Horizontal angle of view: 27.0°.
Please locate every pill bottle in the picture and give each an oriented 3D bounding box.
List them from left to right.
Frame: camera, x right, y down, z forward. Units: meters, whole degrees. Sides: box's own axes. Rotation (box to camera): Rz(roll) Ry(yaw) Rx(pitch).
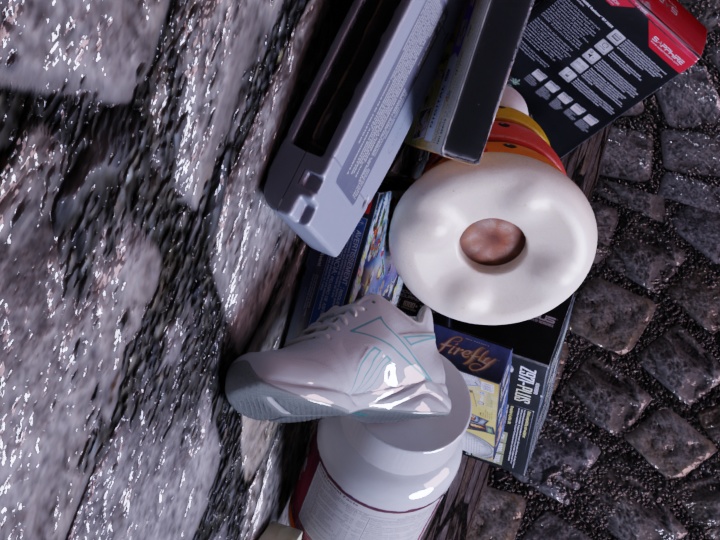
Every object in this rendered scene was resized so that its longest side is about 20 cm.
[{"bbox_3d":[0.014,0.145,1.122,0.201,0.109,0.110,110,5,-51],"label":"pill bottle"}]

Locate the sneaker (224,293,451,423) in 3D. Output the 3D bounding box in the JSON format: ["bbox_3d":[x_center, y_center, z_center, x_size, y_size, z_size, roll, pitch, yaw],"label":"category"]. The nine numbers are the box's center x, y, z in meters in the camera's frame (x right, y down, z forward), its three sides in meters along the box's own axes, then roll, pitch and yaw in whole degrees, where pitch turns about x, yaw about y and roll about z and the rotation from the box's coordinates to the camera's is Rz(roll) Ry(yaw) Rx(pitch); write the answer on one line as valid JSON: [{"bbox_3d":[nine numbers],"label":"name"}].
[{"bbox_3d":[-0.016,0.056,0.956,0.199,0.070,0.081,7,77,-53],"label":"sneaker"}]

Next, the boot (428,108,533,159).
[{"bbox_3d":[0.100,-0.059,1.205,0.159,0.079,0.211,-61,-155,5],"label":"boot"}]

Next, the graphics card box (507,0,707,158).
[{"bbox_3d":[0.179,-0.179,1.265,0.200,0.125,0.051,-38,-160,46],"label":"graphics card box"}]

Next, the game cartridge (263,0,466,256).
[{"bbox_3d":[0.008,-0.111,0.913,0.201,0.041,0.133,-64,171,-5],"label":"game cartridge"}]

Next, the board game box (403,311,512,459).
[{"bbox_3d":[0.059,0.097,1.289,0.200,0.134,0.035,84,26,-65],"label":"board game box"}]

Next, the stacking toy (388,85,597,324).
[{"bbox_3d":[0.095,-0.072,1.104,0.201,0.144,0.147,-86,-177,-51],"label":"stacking toy"}]

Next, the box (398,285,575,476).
[{"bbox_3d":[0.100,0.084,1.396,0.201,0.162,0.087,91,21,-54],"label":"box"}]

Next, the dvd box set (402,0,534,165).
[{"bbox_3d":[0.066,-0.150,1.014,0.200,0.029,0.148,-145,-108,-77],"label":"dvd box set"}]

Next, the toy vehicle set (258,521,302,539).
[{"bbox_3d":[-0.097,0.283,1.080,0.200,0.026,0.125,-49,154,-65],"label":"toy vehicle set"}]

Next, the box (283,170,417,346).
[{"bbox_3d":[0.000,0.000,1.093,0.200,0.040,0.138,-23,130,-76],"label":"box"}]
